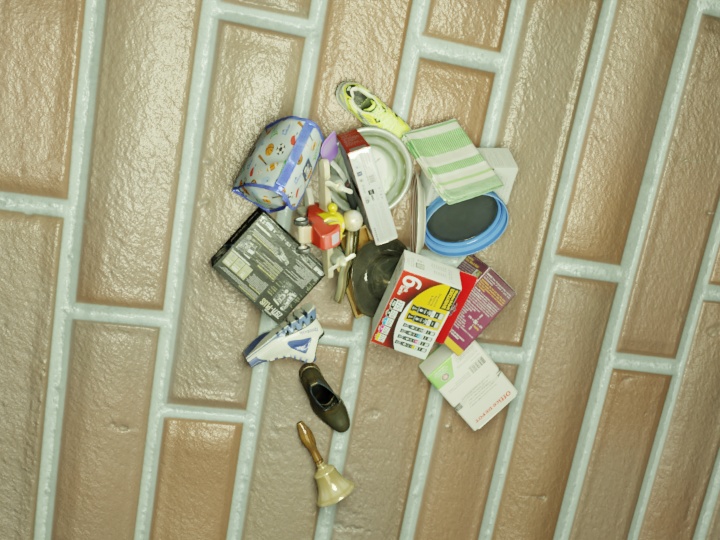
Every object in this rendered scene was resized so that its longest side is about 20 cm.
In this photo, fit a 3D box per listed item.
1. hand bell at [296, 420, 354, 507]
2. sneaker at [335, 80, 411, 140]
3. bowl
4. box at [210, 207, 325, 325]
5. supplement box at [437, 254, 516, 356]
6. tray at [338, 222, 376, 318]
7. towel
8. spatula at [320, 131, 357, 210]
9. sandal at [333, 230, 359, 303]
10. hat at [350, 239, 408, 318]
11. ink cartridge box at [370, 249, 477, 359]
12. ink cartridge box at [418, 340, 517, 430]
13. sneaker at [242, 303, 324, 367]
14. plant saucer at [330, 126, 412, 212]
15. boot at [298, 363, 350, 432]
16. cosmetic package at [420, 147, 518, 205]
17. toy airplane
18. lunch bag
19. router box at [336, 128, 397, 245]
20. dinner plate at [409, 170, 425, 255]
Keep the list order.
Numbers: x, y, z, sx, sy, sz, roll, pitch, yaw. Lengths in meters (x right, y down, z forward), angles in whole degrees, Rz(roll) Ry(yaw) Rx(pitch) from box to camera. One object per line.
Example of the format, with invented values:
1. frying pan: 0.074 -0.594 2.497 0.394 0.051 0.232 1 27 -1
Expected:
1. hand bell: -0.104 0.452 1.846 0.104 0.104 0.201 -28 96 -5
2. sneaker: 0.032 -0.333 1.670 0.199 0.076 0.076 32 93 -20
3. bowl: 0.234 -0.112 1.744 0.199 0.040 0.201 -8 139 -7
4. box: -0.200 -0.011 1.692 0.200 0.086 0.164 42 92 -19
5. supplement box: 0.243 0.078 1.796 0.103 0.131 0.200 42 93 -19
6. tray: 0.000 0.000 1.769 0.098 0.037 0.201 -22 109 -7
7. towel: 0.195 -0.237 1.648 0.152 0.201 0.023 -19 153 -23
8. spatula: -0.042 -0.201 1.632 0.057 0.020 0.201 -52 136 -29
9. sandal: -0.042 -0.026 1.703 0.054 0.080 0.201 15 105 6
10. hat: 0.073 0.020 1.725 0.200 0.081 0.202 -6 99 -43
11. ink cartridge box: 0.137 0.082 1.645 0.174 0.084 0.201 18 122 -7
12. ink cartridge box: 0.262 0.264 1.871 0.145 0.084 0.200 -41 109 0
13. sneaker: -0.160 0.177 1.752 0.199 0.081 0.116 -34 107 -4
14. plant saucer: 0.014 -0.221 1.701 0.198 0.050 0.202 -3 112 -9
15. boot: -0.079 0.316 1.798 0.074 0.097 0.201 -33 109 -3
16. cosmetic package: 0.239 -0.210 1.727 0.198 0.081 0.113 -4 136 -12
17. toy airplane: -0.065 -0.104 1.609 0.140 0.200 0.201 -3 68 -1
18. lunch bag: -0.159 -0.214 1.571 0.123 0.200 0.171 28 78 -19
19. router box: 0.012 -0.176 1.594 0.049 0.180 0.201 -19 112 -2
20. dinner plate: 0.125 -0.116 1.681 0.024 0.200 0.202 -1 105 -1
